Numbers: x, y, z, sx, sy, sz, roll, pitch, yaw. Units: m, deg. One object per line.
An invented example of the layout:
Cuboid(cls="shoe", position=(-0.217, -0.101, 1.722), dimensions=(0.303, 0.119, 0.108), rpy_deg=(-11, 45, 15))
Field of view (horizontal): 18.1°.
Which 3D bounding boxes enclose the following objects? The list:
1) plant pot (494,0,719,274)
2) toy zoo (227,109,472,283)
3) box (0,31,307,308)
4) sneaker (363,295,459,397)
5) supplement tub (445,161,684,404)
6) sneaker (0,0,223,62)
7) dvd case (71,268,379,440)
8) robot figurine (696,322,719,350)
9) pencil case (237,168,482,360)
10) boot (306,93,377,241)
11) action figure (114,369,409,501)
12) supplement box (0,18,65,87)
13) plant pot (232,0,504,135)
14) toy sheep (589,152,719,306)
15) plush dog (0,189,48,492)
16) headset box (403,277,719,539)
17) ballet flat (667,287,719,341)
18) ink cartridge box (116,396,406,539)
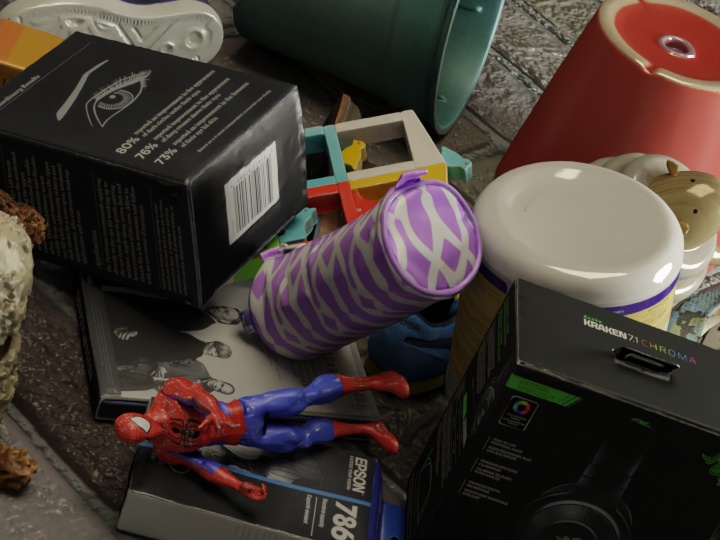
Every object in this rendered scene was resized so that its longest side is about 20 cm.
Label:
Cuboid(cls="plant pot", position=(0.229, -0.114, 1.833), dimensions=(0.199, 0.178, 0.201), rpy_deg=(13, 36, -10))
Cuboid(cls="toy zoo", position=(-0.015, -0.058, 1.656), dimensions=(0.198, 0.021, 0.132), rpy_deg=(-10, 45, -3))
Cuboid(cls="box", position=(-0.159, -0.075, 1.587), dimensions=(0.199, 0.105, 0.148), rpy_deg=(16, 39, 27))
Cuboid(cls="sneaker", position=(0.081, 0.025, 1.656), dimensions=(0.066, 0.079, 0.200), rpy_deg=(35, 36, 24))
Cuboid(cls="supplement tub", position=(0.134, 0.044, 1.529), dimensions=(0.144, 0.201, 0.146), rpy_deg=(5, 36, -3))
Cuboid(cls="sneaker", position=(-0.221, -0.217, 1.841), dimensions=(0.199, 0.081, 0.147), rpy_deg=(-5, 33, -27))
Cuboid(cls="dvd case", position=(-0.096, 0.054, 1.572), dimensions=(0.199, 0.025, 0.151), rpy_deg=(7, 37, -20))
Cuboid(cls="robot figurine", position=(0.301, 0.116, 1.599), dimensions=(0.149, 0.125, 0.201), rpy_deg=(5, 38, -21))
Cuboid(cls="pencil case", position=(0.000, 0.000, 1.506), dimensions=(0.083, 0.200, 0.086), rpy_deg=(-10, 82, -35))
Cuboid(cls="boot", position=(0.003, -0.050, 1.735), dimensions=(0.096, 0.075, 0.201), rpy_deg=(22, 43, -14))
Cuboid(cls="action figure", position=(-0.053, 0.104, 1.415), dimensions=(0.199, 0.066, 0.099), rpy_deg=(-1, 22, -27))
Cuboid(cls="supplement box", position=(-0.196, -0.124, 1.728), dimensions=(0.199, 0.069, 0.067), rpy_deg=(17, 35, -2))
Cuboid(cls="plant pot", position=(0.008, -0.238, 1.895), dimensions=(0.195, 0.201, 0.200), rpy_deg=(18, 33, 13))
Cuboid(cls="toy sheep", position=(0.202, -0.023, 1.703), dimensions=(0.137, 0.200, 0.139), rpy_deg=(19, 57, -32))
Cuboid(cls="plush dog", position=(-0.256, 0.038, 1.380), dimensions=(0.160, 0.173, 0.200), rpy_deg=(28, 34, 11))
Cuboid(cls="headset box", position=(0.143, 0.120, 1.436), dimensions=(0.173, 0.201, 0.093), rpy_deg=(20, 33, -11))
Cuboid(cls="ballet flat", position=(0.287, 0.046, 1.728), dimensions=(0.074, 0.075, 0.200), rpy_deg=(35, 38, 21))
Cuboid(cls="ink cartridge box", position=(-0.052, 0.149, 1.454), dimensions=(0.199, 0.039, 0.100), rpy_deg=(16, 34, -7))
